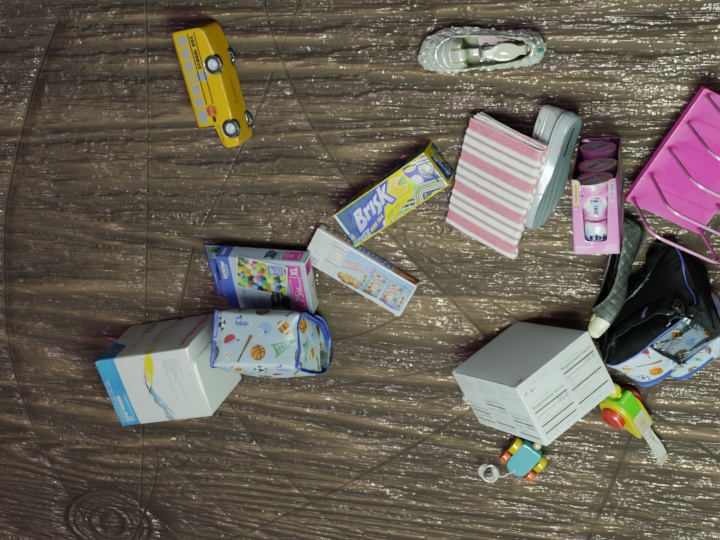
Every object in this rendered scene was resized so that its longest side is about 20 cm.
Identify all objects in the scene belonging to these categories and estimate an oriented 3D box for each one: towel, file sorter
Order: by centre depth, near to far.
[{"bbox_3d":[0.507,-0.130,1.402,0.139,0.126,0.200,22,120,-15],"label":"file sorter"},{"bbox_3d":[0.213,-0.133,1.535,0.146,0.030,0.201,34,127,35],"label":"towel"}]

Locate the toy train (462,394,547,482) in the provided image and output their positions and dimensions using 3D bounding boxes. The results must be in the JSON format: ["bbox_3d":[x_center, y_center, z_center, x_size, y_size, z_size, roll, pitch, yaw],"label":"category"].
[{"bbox_3d":[0.262,0.278,1.728,0.150,0.056,0.201,1,111,18],"label":"toy train"}]

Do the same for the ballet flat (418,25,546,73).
[{"bbox_3d":[0.178,-0.333,1.468,0.199,0.072,0.072,-1,113,19],"label":"ballet flat"}]

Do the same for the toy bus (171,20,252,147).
[{"bbox_3d":[-0.242,-0.305,1.611,0.078,0.065,0.201,-6,112,20],"label":"toy bus"}]

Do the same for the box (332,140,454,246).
[{"bbox_3d":[0.053,-0.124,1.602,0.200,0.064,0.070,-33,101,28],"label":"box"}]

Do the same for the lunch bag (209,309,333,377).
[{"bbox_3d":[-0.151,0.130,1.722,0.169,0.200,0.124,2,78,16],"label":"lunch bag"}]

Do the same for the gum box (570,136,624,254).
[{"bbox_3d":[0.351,-0.111,1.436,0.066,0.200,0.114,-1,115,18],"label":"gum box"}]

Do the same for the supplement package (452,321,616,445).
[{"bbox_3d":[0.275,0.175,1.565,0.111,0.156,0.200,61,161,-15],"label":"supplement package"}]

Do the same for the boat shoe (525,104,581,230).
[{"bbox_3d":[0.285,-0.163,1.520,0.067,0.073,0.201,35,123,31],"label":"boat shoe"}]

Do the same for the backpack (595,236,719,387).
[{"bbox_3d":[0.462,0.082,1.511,0.154,0.200,0.190,39,123,-18],"label":"backpack"}]

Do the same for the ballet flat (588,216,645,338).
[{"bbox_3d":[0.387,0.010,1.513,0.057,0.066,0.201,24,76,-11],"label":"ballet flat"}]

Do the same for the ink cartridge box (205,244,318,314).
[{"bbox_3d":[-0.180,0.016,1.739,0.199,0.042,0.120,6,130,17],"label":"ink cartridge box"}]

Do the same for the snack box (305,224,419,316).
[{"bbox_3d":[0.000,0.000,1.697,0.200,0.024,0.072,30,119,2],"label":"snack box"}]

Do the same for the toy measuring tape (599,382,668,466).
[{"bbox_3d":[0.458,0.256,1.658,0.073,0.074,0.200,-22,123,25],"label":"toy measuring tape"}]

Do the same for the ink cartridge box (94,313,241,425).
[{"bbox_3d":[-0.354,0.185,1.821,0.199,0.147,0.145,-9,111,21],"label":"ink cartridge box"}]
